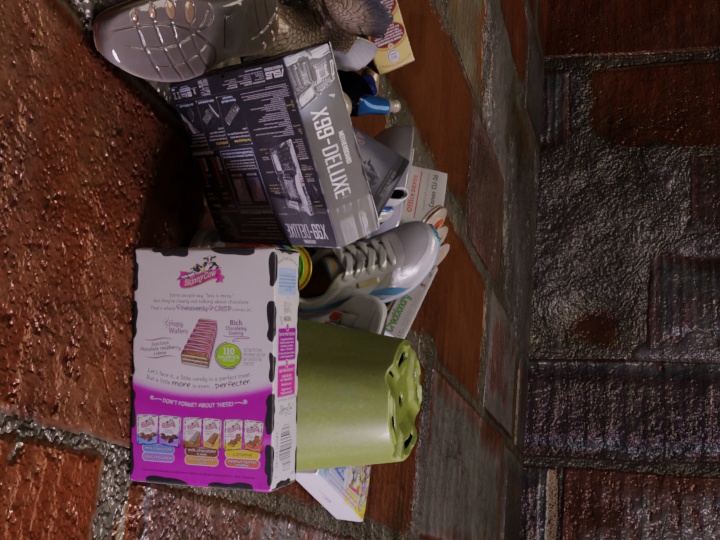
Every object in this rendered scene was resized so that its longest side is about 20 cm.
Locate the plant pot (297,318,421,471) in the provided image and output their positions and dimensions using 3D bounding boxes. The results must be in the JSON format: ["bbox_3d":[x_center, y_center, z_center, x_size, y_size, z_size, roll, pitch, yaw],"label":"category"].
[{"bbox_3d":[-0.040,0.130,1.006,0.200,0.188,0.202,-1,90,-71],"label":"plant pot"}]

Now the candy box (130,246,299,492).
[{"bbox_3d":[-0.125,0.081,0.835,0.061,0.135,0.202,5,86,-72],"label":"candy box"}]

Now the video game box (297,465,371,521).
[{"bbox_3d":[-0.028,0.212,1.269,0.200,0.046,0.184,61,32,-55],"label":"video game box"}]

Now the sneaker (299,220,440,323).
[{"bbox_3d":[0.000,0.000,1.124,0.077,0.199,0.081,67,10,26],"label":"sneaker"}]

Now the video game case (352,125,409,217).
[{"bbox_3d":[-0.053,-0.129,0.994,0.019,0.199,0.143,-59,-179,35],"label":"video game case"}]

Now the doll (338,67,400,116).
[{"bbox_3d":[-0.015,-0.221,1.194,0.200,0.135,0.049,-67,178,-68],"label":"doll"}]

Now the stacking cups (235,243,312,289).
[{"bbox_3d":[-0.100,-0.002,0.983,0.200,0.060,0.061,-5,95,-80],"label":"stacking cups"}]

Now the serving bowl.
[{"bbox_3d":[0.023,-0.107,1.342,0.200,0.065,0.202,-170,-90,-87],"label":"serving bowl"}]

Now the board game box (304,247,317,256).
[{"bbox_3d":[-0.045,-0.030,1.254,0.105,0.023,0.202,49,44,-66],"label":"board game box"}]

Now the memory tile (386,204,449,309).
[{"bbox_3d":[0.050,0.005,1.325,0.200,0.017,0.154,-43,159,-15],"label":"memory tile"}]

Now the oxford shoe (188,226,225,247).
[{"bbox_3d":[-0.139,0.058,0.917,0.075,0.057,0.202,30,59,-65],"label":"oxford shoe"}]

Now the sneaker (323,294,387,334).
[{"bbox_3d":[-0.013,0.120,1.134,0.082,0.077,0.201,6,112,-54],"label":"sneaker"}]

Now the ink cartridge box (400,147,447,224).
[{"bbox_3d":[0.080,-0.071,1.438,0.201,0.067,0.117,104,-3,-52],"label":"ink cartridge box"}]

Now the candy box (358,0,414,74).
[{"bbox_3d":[0.002,-0.358,1.216,0.117,0.056,0.201,-124,-169,-64],"label":"candy box"}]

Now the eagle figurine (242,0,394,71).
[{"bbox_3d":[-0.043,-0.285,1.076,0.201,0.150,0.153,-77,-169,-60],"label":"eagle figurine"}]

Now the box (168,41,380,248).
[{"bbox_3d":[-0.080,-0.103,0.844,0.050,0.199,0.159,-27,108,-34],"label":"box"}]

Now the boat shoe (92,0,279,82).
[{"bbox_3d":[-0.157,-0.213,0.844,0.199,0.071,0.076,-23,129,-50],"label":"boat shoe"}]

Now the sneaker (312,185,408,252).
[{"bbox_3d":[0.004,-0.067,1.155,0.200,0.145,0.081,21,67,-57],"label":"sneaker"}]

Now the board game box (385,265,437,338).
[{"bbox_3d":[0.042,0.080,1.265,0.127,0.034,0.200,-63,177,31],"label":"board game box"}]
